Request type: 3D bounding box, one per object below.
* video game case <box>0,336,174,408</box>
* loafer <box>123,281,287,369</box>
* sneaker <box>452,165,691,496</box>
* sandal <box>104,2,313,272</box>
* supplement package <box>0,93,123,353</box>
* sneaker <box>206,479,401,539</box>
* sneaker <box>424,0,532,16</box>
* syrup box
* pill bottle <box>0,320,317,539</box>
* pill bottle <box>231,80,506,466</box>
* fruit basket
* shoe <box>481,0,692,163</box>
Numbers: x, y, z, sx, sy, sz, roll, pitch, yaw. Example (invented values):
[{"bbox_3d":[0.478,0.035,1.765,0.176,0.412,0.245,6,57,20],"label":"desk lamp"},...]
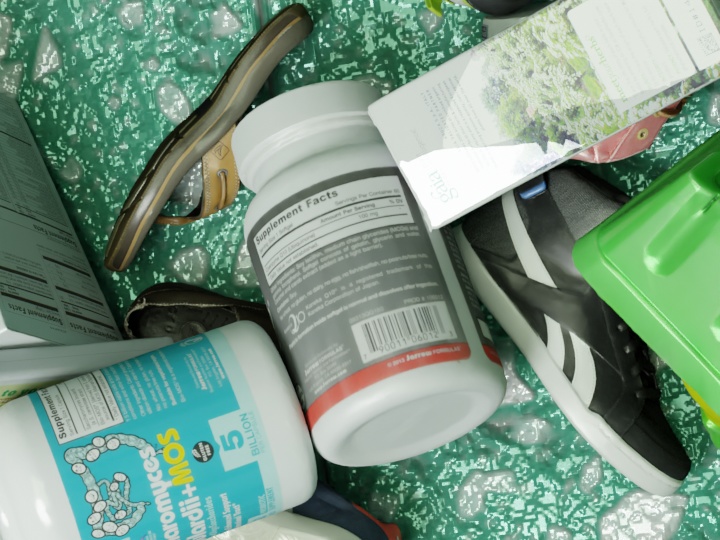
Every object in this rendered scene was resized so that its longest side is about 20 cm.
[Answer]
[{"bbox_3d":[-0.227,0.102,1.454,0.182,0.200,0.022,-47,60,37],"label":"video game case"},{"bbox_3d":[-0.056,0.056,1.494,0.199,0.071,0.073,10,94,16],"label":"loafer"},{"bbox_3d":[0.147,0.023,1.432,0.112,0.073,0.200,-42,79,15],"label":"sneaker"},{"bbox_3d":[-0.086,-0.073,1.508,0.055,0.082,0.200,38,95,-10],"label":"sandal"},{"bbox_3d":[-0.265,0.000,1.492,0.152,0.151,0.200,-32,69,15],"label":"supplement package"},{"bbox_3d":[-0.067,0.147,1.495,0.200,0.084,0.075,23,114,20],"label":"sneaker"},{"bbox_3d":[0.089,-0.239,1.442,0.083,0.072,0.200,17,75,54],"label":"sneaker"},{"bbox_3d":[0.111,-0.104,1.366,0.200,0.081,0.079,-28,91,20],"label":"syrup box"},{"bbox_3d":[-0.133,0.109,1.397,0.200,0.111,0.111,-20,86,-10],"label":"pill bottle"},{"bbox_3d":[0.000,0.000,1.422,0.116,0.116,0.200,-26,67,16],"label":"pill bottle"},{"bbox_3d":[0.217,0.006,1.375,0.216,0.216,0.156,-46,79,13],"label":"fruit basket"},{"bbox_3d":[0.173,-0.117,1.427,0.200,0.071,0.091,-9,102,13],"label":"shoe"}]
